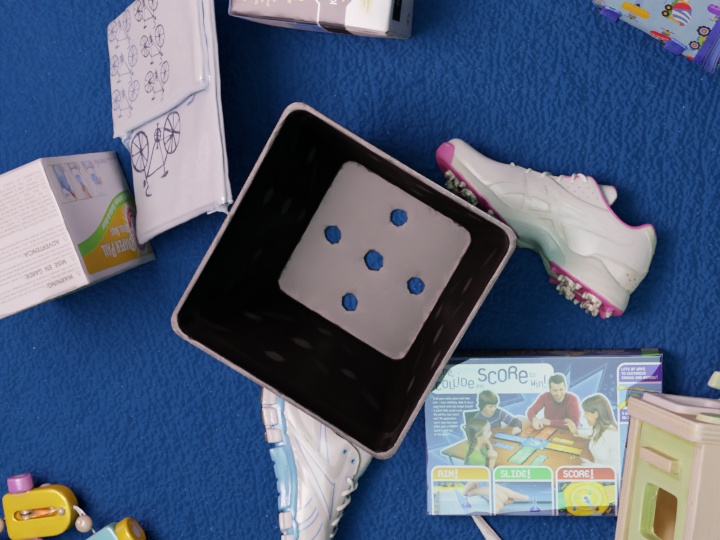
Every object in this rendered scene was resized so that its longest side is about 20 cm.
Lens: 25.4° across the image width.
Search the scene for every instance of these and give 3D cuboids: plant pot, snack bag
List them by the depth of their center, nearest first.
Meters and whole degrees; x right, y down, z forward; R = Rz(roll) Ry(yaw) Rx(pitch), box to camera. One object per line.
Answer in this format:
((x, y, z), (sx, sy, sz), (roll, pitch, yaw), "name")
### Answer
((0.000, 0.000, 1.268), (0.199, 0.177, 0.201), (31, 100, 6), "plant pot")
((-0.157, -0.129, 1.280), (0.021, 0.188, 0.202), (-2, 83, -31), "snack bag")

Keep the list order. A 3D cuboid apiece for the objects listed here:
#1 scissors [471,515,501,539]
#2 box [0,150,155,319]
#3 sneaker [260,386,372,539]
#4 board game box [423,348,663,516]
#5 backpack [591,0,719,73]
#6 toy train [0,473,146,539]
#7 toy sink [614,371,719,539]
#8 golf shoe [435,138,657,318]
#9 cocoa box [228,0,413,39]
((0.153, 0.291, 1.354), (0.199, 0.014, 0.073), (37, 102, 2), "scissors")
((-0.255, -0.029, 1.295), (0.112, 0.200, 0.102), (-21, 93, 9), "box")
((-0.029, 0.181, 1.346), (0.086, 0.075, 0.202), (-8, 94, 4), "sneaker")
((0.152, 0.134, 1.327), (0.198, 0.034, 0.137), (0, 96, 9), "board game box")
((0.297, -0.235, 1.197), (0.199, 0.135, 0.183), (30, 139, -1), "backpack")
((-0.267, 0.260, 1.403), (0.198, 0.056, 0.152), (18, 100, 10), "toy train")
((0.275, 0.156, 1.240), (0.111, 0.130, 0.202), (7, 94, -16), "toy sink")
((0.152, -0.051, 1.300), (0.200, 0.075, 0.092), (40, 85, 1), "golf shoe")
((-0.021, -0.290, 1.264), (0.130, 0.133, 0.202), (7, 97, 9), "cocoa box")
